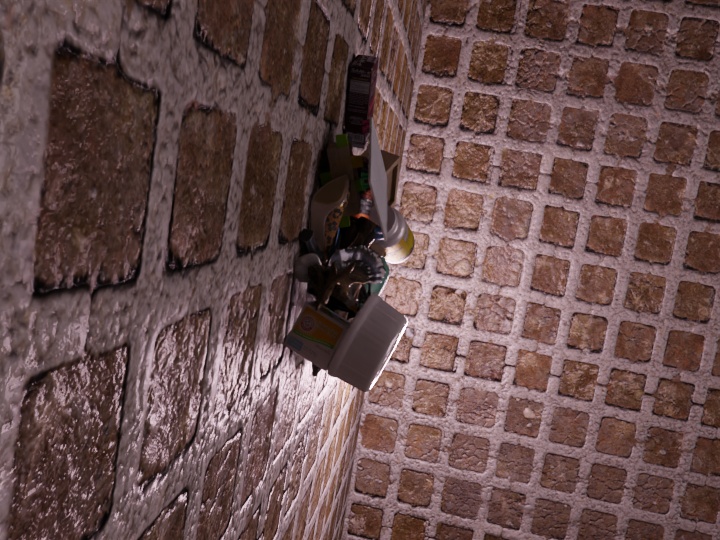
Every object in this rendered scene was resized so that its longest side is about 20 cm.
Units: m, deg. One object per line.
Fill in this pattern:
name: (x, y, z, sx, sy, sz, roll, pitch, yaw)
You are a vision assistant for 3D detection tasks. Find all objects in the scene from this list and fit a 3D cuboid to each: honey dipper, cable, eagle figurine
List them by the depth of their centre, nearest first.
eagle figurine: (-0.041, 0.030, 1.466, 0.200, 0.148, 0.155, -20, 104, -70)
honey dipper: (0.000, 0.000, 1.615, 0.200, 0.037, 0.039, 129, -21, -55)
cable: (0.012, 0.074, 1.725, 0.096, 0.201, 0.051, -29, 155, -19)

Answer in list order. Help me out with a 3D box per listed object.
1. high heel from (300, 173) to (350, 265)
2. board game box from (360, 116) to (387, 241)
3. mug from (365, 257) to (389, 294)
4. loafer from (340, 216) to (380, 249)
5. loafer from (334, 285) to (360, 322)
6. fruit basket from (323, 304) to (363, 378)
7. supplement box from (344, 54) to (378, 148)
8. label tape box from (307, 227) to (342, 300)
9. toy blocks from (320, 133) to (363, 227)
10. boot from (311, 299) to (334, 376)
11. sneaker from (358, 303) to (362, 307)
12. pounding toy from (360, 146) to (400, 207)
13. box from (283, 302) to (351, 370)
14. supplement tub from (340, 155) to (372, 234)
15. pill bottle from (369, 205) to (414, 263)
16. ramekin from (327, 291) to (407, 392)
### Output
high heel: (-0.068, -0.104, 1.518, 0.202, 0.070, 0.144, -60, 159, -23)
board game box: (0.032, -0.204, 1.569, 0.202, 0.025, 0.204, 71, 17, -51)
mug: (0.007, -0.002, 1.874, 0.116, 0.150, 0.185, -60, -173, -4)
loafer: (-0.021, -0.062, 1.592, 0.073, 0.071, 0.200, -48, -178, 35)
loafer: (-0.032, 0.095, 1.654, 0.073, 0.061, 0.203, -67, 166, -48)
fruit basket: (-0.017, 0.189, 1.829, 0.186, 0.093, 0.202, -51, 172, -47)
supplement box: (0.001, -0.424, 1.739, 0.109, 0.059, 0.204, -71, 169, -59)
label tape box: (-0.078, -0.012, 1.638, 0.200, 0.062, 0.148, 62, 38, -75)
toy blocks: (-0.035, -0.218, 1.587, 0.137, 0.097, 0.205, -83, 164, -71)
boot: (-0.096, 0.151, 1.788, 0.175, 0.068, 0.203, 99, 8, -60)
sneaker: (-0.020, 0.104, 1.914, 0.200, 0.136, 0.080, 99, -20, -77)
pounding toy: (0.021, -0.237, 1.944, 0.201, 0.140, 0.187, -50, 154, -42)
box: (-0.083, 0.143, 1.526, 0.103, 0.111, 0.200, -60, 173, 0)
supplement tub: (-0.022, -0.175, 1.703, 0.107, 0.104, 0.205, -1, 101, -83)
pill bottle: (0.076, -0.101, 1.856, 0.200, 0.110, 0.115, 47, 53, -66)
ramekin: (0.020, 0.158, 1.473, 0.203, 0.096, 0.201, -58, 172, -12)
